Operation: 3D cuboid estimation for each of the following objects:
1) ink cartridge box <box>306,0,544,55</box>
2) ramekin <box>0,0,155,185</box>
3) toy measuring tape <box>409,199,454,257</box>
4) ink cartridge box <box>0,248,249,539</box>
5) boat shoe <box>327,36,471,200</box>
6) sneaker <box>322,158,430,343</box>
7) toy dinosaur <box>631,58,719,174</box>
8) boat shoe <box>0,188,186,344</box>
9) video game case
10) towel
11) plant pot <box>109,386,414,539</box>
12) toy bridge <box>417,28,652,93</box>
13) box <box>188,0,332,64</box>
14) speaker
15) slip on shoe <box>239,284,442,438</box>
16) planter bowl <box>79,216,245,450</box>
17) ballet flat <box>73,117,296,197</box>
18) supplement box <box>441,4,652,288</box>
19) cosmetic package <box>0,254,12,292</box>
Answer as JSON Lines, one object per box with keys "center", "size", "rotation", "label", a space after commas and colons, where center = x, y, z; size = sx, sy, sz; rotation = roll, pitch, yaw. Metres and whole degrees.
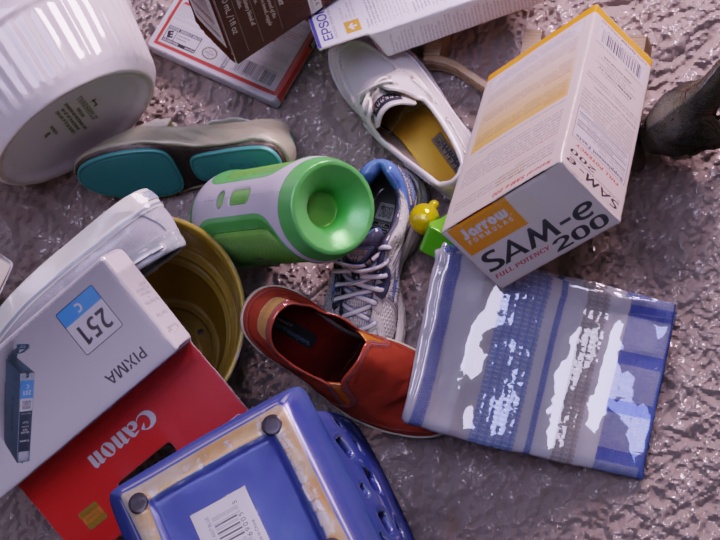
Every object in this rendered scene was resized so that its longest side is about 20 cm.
{"center": [0.037, -0.279, 1.669], "size": [0.199, 0.043, 0.197], "rotation": [-19, 55, 1], "label": "ink cartridge box"}
{"center": [-0.267, -0.157, 1.654], "size": [0.202, 0.202, 0.094], "rotation": [-34, 75, 0], "label": "ramekin"}
{"center": [0.133, -0.009, 1.561], "size": [0.199, 0.074, 0.074], "rotation": [25, 77, 6], "label": "toy measuring tape"}
{"center": [-0.209, 0.113, 1.501], "size": [0.200, 0.045, 0.176], "rotation": [-40, 90, 16], "label": "ink cartridge box"}
{"center": [0.032, -0.136, 1.620], "size": [0.071, 0.070, 0.200], "rotation": [-43, 66, 14], "label": "boat shoe"}
{"center": [0.000, 0.000, 1.573], "size": [0.077, 0.085, 0.201], "rotation": [5, 73, 17], "label": "sneaker"}
{"center": [0.261, -0.120, 1.526], "size": [0.102, 0.200, 0.077], "rotation": [-23, 90, -19], "label": "toy dinosaur"}
{"center": [-0.223, 0.023, 1.540], "size": [0.201, 0.070, 0.072], "rotation": [-42, 82, 9], "label": "boat shoe"}
{"center": [-0.084, -0.257, 1.735], "size": [0.142, 0.017, 0.201], "rotation": [25, 78, 23], "label": "video game case"}
{"center": [0.139, 0.071, 1.501], "size": [0.199, 0.024, 0.148], "rotation": [14, 82, 0], "label": "towel"}
{"center": [-0.067, 0.218, 1.455], "size": [0.199, 0.180, 0.201], "rotation": [-29, 64, 2], "label": "plant pot"}
{"center": [0.143, -0.170, 1.633], "size": [0.199, 0.027, 0.068], "rotation": [5, 72, 18], "label": "toy bridge"}
{"center": [-0.052, -0.271, 1.599], "size": [0.200, 0.100, 0.075], "rotation": [-37, 57, -11], "label": "box"}
{"center": [-0.067, -0.045, 1.552], "size": [0.200, 0.088, 0.089], "rotation": [-3, 59, 62], "label": "speaker"}
{"center": [-0.004, 0.076, 1.512], "size": [0.199, 0.061, 0.074], "rotation": [31, 88, -18], "label": "slip on shoe"}
{"center": [-0.175, 0.062, 1.596], "size": [0.199, 0.083, 0.202], "rotation": [-6, 68, 16], "label": "planter bowl"}
{"center": [-0.149, -0.104, 1.674], "size": [0.199, 0.070, 0.070], "rotation": [-1, 69, 13], "label": "ballet flat"}
{"center": [0.148, -0.098, 1.499], "size": [0.126, 0.073, 0.201], "rotation": [-31, 28, 38], "label": "supplement box"}
{"center": [-0.384, 0.007, 1.612], "size": [0.200, 0.103, 0.088], "rotation": [3, 64, 57], "label": "cosmetic package"}
